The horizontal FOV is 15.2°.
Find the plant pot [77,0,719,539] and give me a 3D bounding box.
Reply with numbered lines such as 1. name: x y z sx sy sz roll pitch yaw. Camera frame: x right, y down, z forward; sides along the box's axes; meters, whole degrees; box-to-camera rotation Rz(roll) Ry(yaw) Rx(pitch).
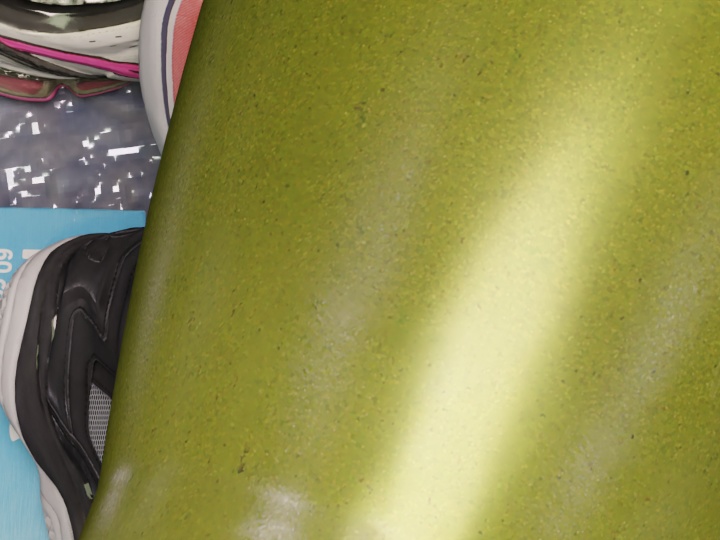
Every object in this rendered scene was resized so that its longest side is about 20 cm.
1. plant pot: 0.028 0.013 0.610 0.200 0.200 0.194 25 70 -1

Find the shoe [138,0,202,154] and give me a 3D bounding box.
1. shoe: 0.000 0.000 0.785 0.071 0.091 0.201 -25 112 -10

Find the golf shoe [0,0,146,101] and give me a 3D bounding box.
1. golf shoe: -0.037 -0.087 0.827 0.199 0.092 0.073 -4 83 -5

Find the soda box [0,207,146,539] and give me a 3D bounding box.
1. soda box: -0.099 0.085 0.798 0.067 0.064 0.201 2 68 -3

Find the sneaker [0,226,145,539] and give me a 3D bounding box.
1. sneaker: -0.027 0.072 0.725 0.075 0.114 0.201 -21 84 -36
